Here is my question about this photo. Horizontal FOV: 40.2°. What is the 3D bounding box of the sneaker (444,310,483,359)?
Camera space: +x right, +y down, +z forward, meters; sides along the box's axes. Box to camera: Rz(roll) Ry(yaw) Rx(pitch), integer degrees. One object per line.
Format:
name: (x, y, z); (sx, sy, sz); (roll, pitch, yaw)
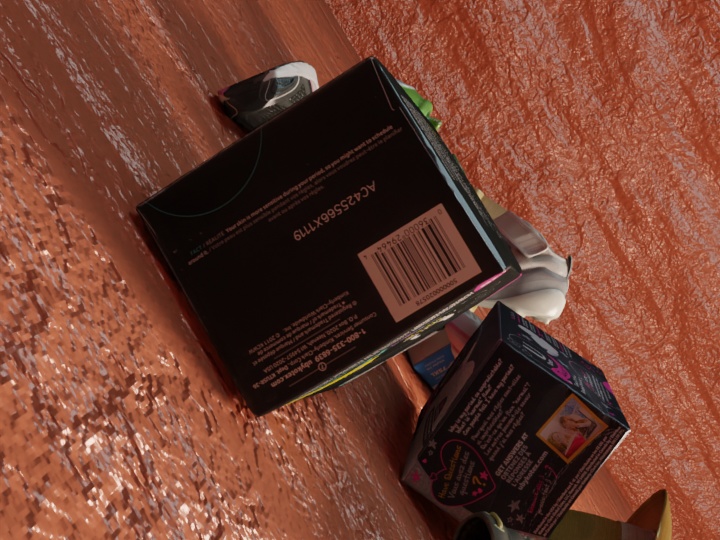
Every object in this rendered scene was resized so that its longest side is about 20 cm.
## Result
sneaker: (0.120, 0.120, 0.942); (0.200, 0.105, 0.075); (44, 1, -40)

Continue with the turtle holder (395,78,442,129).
turtle holder: (0.020, -0.189, 1.270); (0.132, 0.141, 0.186); (39, 22, -3)

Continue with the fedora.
fedora: (0.160, 0.236, 0.733); (0.082, 0.201, 0.201); (24, 5, 10)

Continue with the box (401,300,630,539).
box: (0.116, 0.117, 0.775); (0.115, 0.132, 0.200); (35, 10, 4)

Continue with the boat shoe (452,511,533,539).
boat shoe: (0.063, 0.191, 0.543); (0.060, 0.072, 0.202); (39, 15, 9)

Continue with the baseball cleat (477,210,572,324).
baseball cleat: (0.104, -0.012, 0.958); (0.070, 0.199, 0.107); (-8, 110, -85)

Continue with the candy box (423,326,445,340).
candy box: (0.000, 0.000, 0.816); (0.137, 0.061, 0.200); (61, 10, 10)

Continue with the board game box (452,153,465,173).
board game box: (0.063, -0.084, 1.171); (0.029, 0.134, 0.200); (57, 10, -8)

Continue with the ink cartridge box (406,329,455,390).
ink cartridge box: (0.113, 0.100, 1.061); (0.200, 0.067, 0.116); (50, 13, -40)

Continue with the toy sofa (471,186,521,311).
toy sofa: (0.107, -0.018, 1.100); (0.097, 0.083, 0.200); (34, -15, 11)

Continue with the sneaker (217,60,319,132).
sneaker: (-0.055, -0.123, 0.879); (0.087, 0.080, 0.200); (71, 17, 7)

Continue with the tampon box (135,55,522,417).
tampon box: (-0.003, -0.013, 0.574); (0.126, 0.150, 0.200); (60, 10, 8)
